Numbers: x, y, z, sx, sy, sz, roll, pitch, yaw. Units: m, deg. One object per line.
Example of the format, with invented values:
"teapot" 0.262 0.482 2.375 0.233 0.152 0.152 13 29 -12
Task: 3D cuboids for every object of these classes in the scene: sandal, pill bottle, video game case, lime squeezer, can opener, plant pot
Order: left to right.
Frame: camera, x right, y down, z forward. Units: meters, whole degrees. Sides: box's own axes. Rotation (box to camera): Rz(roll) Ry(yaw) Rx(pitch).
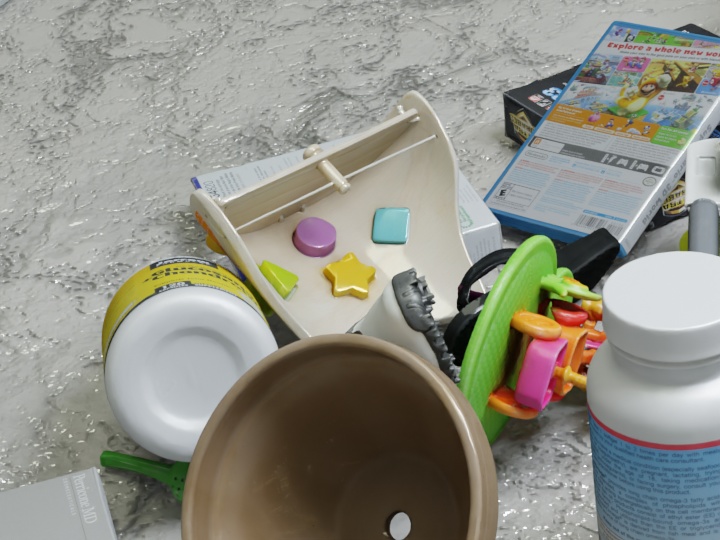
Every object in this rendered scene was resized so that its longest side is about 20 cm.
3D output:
"pill bottle" -0.115 0.051 1.428 0.111 0.113 0.200 -12 10 -6
"lime squeezer" -0.079 0.133 1.402 0.199 0.038 0.071 -4 -2 9
"plant pot" 0.002 0.142 1.252 0.200 0.202 0.093 14 -4 33
"sandal" 0.106 0.013 1.491 0.048 0.076 0.200 42 36 18
"video game case" 0.196 -0.104 1.637 0.143 0.018 0.200 17 63 45
"pill bottle" 0.184 0.096 1.221 0.108 0.201 0.109 -6 30 4
"can opener" 0.244 -0.037 1.456 0.052 0.067 0.201 2 43 9

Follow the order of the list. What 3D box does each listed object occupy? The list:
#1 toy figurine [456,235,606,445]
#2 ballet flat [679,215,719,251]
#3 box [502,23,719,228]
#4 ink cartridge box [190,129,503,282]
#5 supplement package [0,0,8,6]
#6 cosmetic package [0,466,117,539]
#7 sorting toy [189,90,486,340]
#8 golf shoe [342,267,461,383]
"toy figurine" 0.179 0.075 1.371 0.183 0.151 0.200 20 14 19
"ballet flat" 0.316 0.001 1.492 0.199 0.067 0.067 3 49 17
"box" 0.248 -0.121 1.725 0.198 0.050 0.200 -23 34 -23
"ink cartridge box" -0.014 -0.040 1.660 0.199 0.041 0.200 -14 31 -9
"supplement package" -0.421 -0.315 2.156 0.117 0.117 0.200 8 33 26
"cosmetic package" -0.234 0.197 1.269 0.199 0.091 0.107 -18 28 -10
"sorting toy" 0.000 0.000 1.508 0.199 0.107 0.180 -26 71 -31
"golf shoe" 0.004 0.067 1.320 0.094 0.200 0.078 -15 65 -13
